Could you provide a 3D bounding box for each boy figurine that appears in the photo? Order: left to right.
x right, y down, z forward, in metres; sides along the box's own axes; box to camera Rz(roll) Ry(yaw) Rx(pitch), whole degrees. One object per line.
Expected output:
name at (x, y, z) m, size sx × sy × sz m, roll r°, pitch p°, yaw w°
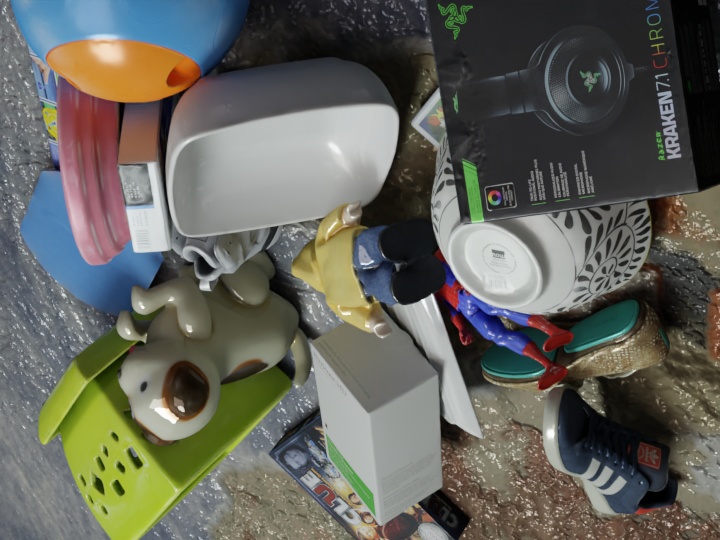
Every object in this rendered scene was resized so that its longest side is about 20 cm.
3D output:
boy figurine at (0.000, 0.000, 1.366) m, size 0.200 × 0.064 × 0.126 m, roll -6°, pitch 102°, yaw 64°

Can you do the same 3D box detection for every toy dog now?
toy dog at (-0.163, 0.085, 1.521) m, size 0.194 × 0.200 × 0.139 m, roll 48°, pitch 140°, yaw -9°

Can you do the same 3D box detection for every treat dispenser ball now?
treat dispenser ball at (-0.190, -0.241, 1.250) m, size 0.199 × 0.201 × 0.202 m, roll 21°, pitch 136°, yaw 21°

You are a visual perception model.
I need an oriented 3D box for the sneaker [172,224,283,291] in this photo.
sneaker at (-0.128, -0.077, 1.415) m, size 0.075 × 0.115 × 0.201 m, roll 17°, pitch 134°, yaw 24°

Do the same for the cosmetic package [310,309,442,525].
cosmetic package at (0.019, 0.143, 1.478) m, size 0.108 × 0.084 × 0.201 m, roll 48°, pitch 159°, yaw 36°

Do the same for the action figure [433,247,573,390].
action figure at (0.104, 0.031, 1.352) m, size 0.200 × 0.051 × 0.066 m, roll 39°, pitch 141°, yaw 42°

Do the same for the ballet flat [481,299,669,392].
ballet flat at (0.193, 0.080, 1.350) m, size 0.065 × 0.071 × 0.199 m, roll 41°, pitch 146°, yaw -24°

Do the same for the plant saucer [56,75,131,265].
plant saucer at (-0.231, -0.107, 1.375) m, size 0.050 × 0.201 × 0.202 m, roll -4°, pitch 130°, yaw 1°

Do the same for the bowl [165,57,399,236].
bowl at (-0.074, -0.112, 1.297) m, size 0.200 × 0.198 × 0.075 m, roll 106°, pitch 151°, yaw -66°

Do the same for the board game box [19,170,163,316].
board game box at (-0.281, -0.038, 1.623) m, size 0.158 × 0.039 × 0.200 m, roll 37°, pitch 141°, yaw 0°

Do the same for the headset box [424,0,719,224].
headset box at (0.152, -0.133, 1.096) m, size 0.198 × 0.093 × 0.176 m, roll -6°, pitch 95°, yaw 31°

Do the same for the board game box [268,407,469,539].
board game box at (0.007, 0.238, 1.654) m, size 0.200 × 0.035 × 0.135 m, roll 44°, pitch 140°, yaw -4°

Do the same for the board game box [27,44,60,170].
board game box at (-0.258, -0.169, 1.492) m, size 0.134 × 0.035 × 0.201 m, roll 20°, pitch 136°, yaw 23°

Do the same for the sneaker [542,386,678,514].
sneaker at (0.231, 0.162, 1.363) m, size 0.084 × 0.076 × 0.200 m, roll -2°, pitch 152°, yaw 32°

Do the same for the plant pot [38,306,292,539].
plant pot at (-0.224, 0.151, 1.637) m, size 0.182 × 0.200 × 0.199 m, roll 46°, pitch 141°, yaw 4°

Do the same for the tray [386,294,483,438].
tray at (0.057, 0.065, 1.432) m, size 0.107 × 0.022 × 0.201 m, roll 41°, pitch 156°, yaw 57°

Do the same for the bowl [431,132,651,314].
bowl at (0.129, -0.031, 1.243) m, size 0.199 × 0.094 × 0.202 m, roll 22°, pitch 137°, yaw 22°

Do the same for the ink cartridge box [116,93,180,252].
ink cartridge box at (-0.189, -0.118, 1.368) m, size 0.039 × 0.201 × 0.100 m, roll -4°, pitch 130°, yaw 2°

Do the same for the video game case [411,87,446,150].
video game case at (0.156, -0.119, 1.232) m, size 0.182 × 0.022 × 0.200 m, roll 41°, pitch 141°, yaw -1°
